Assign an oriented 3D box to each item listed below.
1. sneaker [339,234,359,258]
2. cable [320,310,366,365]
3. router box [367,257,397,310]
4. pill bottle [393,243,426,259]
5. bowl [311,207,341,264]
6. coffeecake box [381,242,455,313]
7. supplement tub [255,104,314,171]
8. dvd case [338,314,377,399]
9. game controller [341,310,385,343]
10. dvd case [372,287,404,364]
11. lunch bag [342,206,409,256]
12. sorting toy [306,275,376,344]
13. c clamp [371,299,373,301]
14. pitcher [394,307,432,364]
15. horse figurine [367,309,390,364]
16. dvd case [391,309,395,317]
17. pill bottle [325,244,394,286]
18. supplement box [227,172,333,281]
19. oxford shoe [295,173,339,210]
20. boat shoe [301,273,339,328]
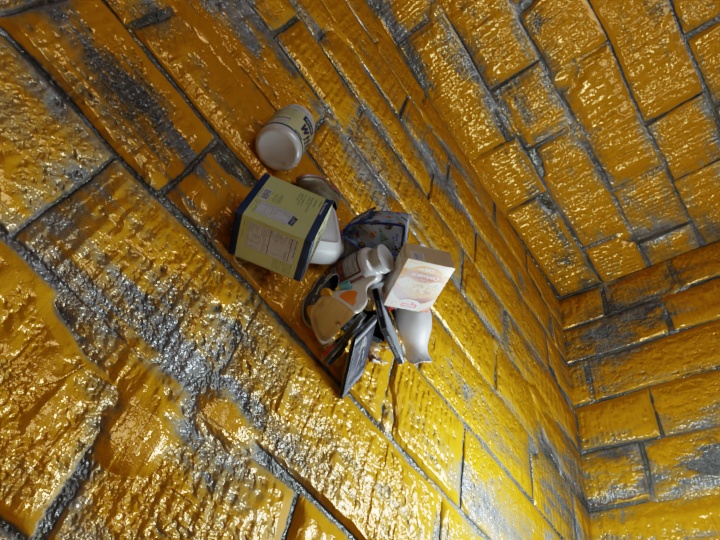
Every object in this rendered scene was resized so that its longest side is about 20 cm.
[{"bbox_3d":[-0.032,-0.061,1.663,0.116,0.074,0.200,46,32,-6],"label":"sneaker"},{"bbox_3d":[-0.054,0.178,1.354,0.050,0.201,0.097,38,41,12],"label":"cable"},{"bbox_3d":[0.118,0.043,1.674,0.179,0.198,0.049,35,39,-41],"label":"router box"},{"bbox_3d":[0.134,-0.020,1.733,0.111,0.198,0.113,36,45,-46],"label":"pill bottle"},{"bbox_3d":[-0.139,-0.126,1.508,0.198,0.074,0.202,9,60,-36],"label":"bowl"},{"bbox_3d":[0.169,0.026,1.545,0.151,0.201,0.074,11,42,-16],"label":"coffeecake box"},{"bbox_3d":[-0.224,-0.411,1.571,0.145,0.144,0.201,49,34,-23],"label":"supplement tub"},{"bbox_3d":[-0.007,0.237,1.418,0.016,0.203,0.149,21,26,17],"label":"dvd case"},{"bbox_3d":[-0.010,0.151,1.546,0.198,0.042,0.105,24,29,-26],"label":"game controller"},{"bbox_3d":[0.083,0.167,1.571,0.201,0.024,0.151,-100,166,-57],"label":"dvd case"},{"bbox_3d":[0.051,-0.130,1.632,0.170,0.197,0.126,-57,152,-69],"label":"lunch bag"},{"bbox_3d":[-0.036,0.079,1.381,0.107,0.200,0.179,50,47,6],"label":"sorting toy"},{"bbox_3d":[0.033,0.015,1.766,0.172,0.027,0.200,58,31,-10],"label":"c clamp"},{"bbox_3d":[0.165,0.199,1.687,0.120,0.171,0.203,-3,83,-22],"label":"pitcher"},{"bbox_3d":[0.042,0.207,1.614,0.132,0.050,0.203,26,47,-47],"label":"horse figurine"},{"bbox_3d":[0.165,0.135,1.890,0.199,0.017,0.144,-11,78,-60],"label":"dvd case"},{"bbox_3d":[0.000,0.000,1.555,0.112,0.198,0.113,36,40,-38],"label":"pill bottle"},{"bbox_3d":[-0.200,-0.113,1.311,0.197,0.135,0.201,22,40,-2],"label":"supplement box"},{"bbox_3d":[-0.132,-0.254,1.673,0.199,0.070,0.076,18,58,-50],"label":"oxford shoe"},{"bbox_3d":[-0.110,0.079,1.462,0.072,0.059,0.201,51,34,-21],"label":"boat shoe"}]
